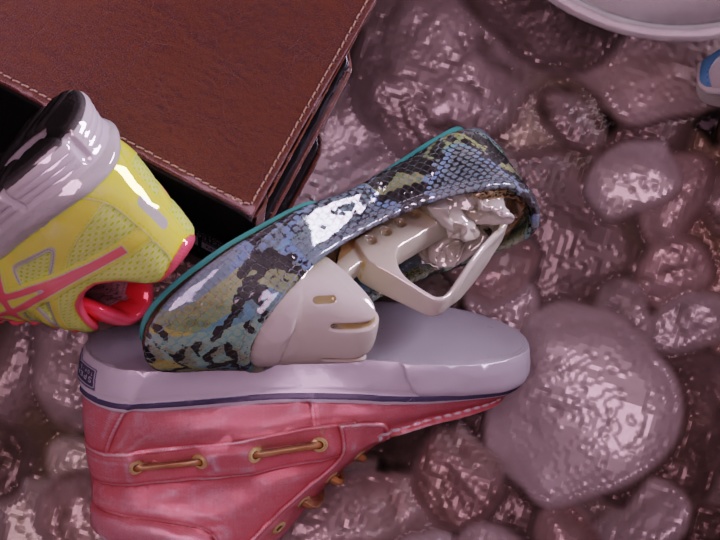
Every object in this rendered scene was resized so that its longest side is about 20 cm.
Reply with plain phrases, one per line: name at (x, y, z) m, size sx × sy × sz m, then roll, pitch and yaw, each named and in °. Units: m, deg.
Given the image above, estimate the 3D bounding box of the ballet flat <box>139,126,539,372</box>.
ballet flat at (0.000, 0.000, 1.034) m, size 0.199 × 0.074 × 0.075 m, roll -32°, pitch 85°, yaw -31°

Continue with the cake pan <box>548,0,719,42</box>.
cake pan at (0.141, -0.197, 1.090) m, size 0.198 × 0.037 × 0.202 m, roll 0°, pitch 83°, yaw 4°

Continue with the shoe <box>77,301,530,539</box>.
shoe at (-0.025, 0.071, 1.079) m, size 0.198 × 0.072 × 0.092 m, roll -3°, pitch 112°, yaw -11°

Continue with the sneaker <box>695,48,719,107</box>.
sneaker at (0.206, -0.012, 1.069) m, size 0.080 × 0.076 × 0.202 m, roll -17°, pitch 79°, yaw 9°

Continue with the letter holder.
letter holder at (-0.102, -0.112, 1.072) m, size 0.199 × 0.101 × 0.143 m, roll 27°, pitch 74°, yaw 4°

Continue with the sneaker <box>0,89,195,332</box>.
sneaker at (-0.134, -0.002, 1.032) m, size 0.090 × 0.200 × 0.078 m, roll 38°, pitch 64°, yaw -14°
